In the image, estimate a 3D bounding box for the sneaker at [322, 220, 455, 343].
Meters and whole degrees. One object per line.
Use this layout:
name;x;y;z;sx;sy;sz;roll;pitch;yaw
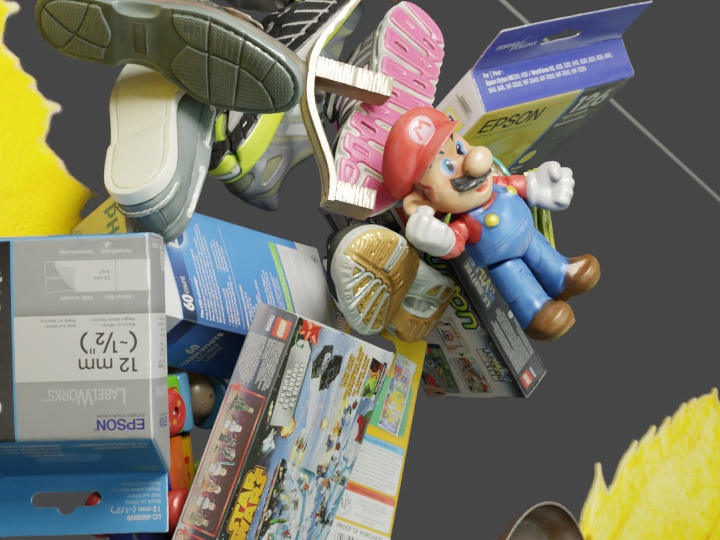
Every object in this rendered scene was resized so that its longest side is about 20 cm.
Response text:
sneaker;0.000;0.000;1.687;0.076;0.087;0.200;-53;159;-1

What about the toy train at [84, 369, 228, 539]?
toy train;-0.133;0.168;1.629;0.115;0.084;0.202;-14;99;-59

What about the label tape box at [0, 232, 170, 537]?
label tape box;-0.202;0.077;1.508;0.066;0.142;0.202;38;50;-85

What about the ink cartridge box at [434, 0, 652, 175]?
ink cartridge box;0.128;-0.130;1.830;0.197;0.200;0.047;-17;70;-44

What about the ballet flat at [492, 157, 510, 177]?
ballet flat;0.087;-0.015;1.838;0.065;0.070;0.201;-34;145;-20

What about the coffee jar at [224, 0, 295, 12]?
coffee jar;-0.066;-0.303;1.710;0.104;0.085;0.201;36;64;-35

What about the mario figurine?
mario figurine;0.099;-0.043;1.666;0.200;0.106;0.124;45;17;-17

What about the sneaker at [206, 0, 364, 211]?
sneaker;-0.054;-0.132;1.734;0.201;0.074;0.081;-57;132;-23

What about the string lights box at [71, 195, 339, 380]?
string lights box;-0.106;0.019;1.643;0.199;0.059;0.103;17;47;-44

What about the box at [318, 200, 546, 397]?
box;0.058;0.016;1.804;0.035;0.110;0.201;-49;122;-35

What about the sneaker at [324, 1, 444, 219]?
sneaker;0.009;-0.112;1.766;0.073;0.087;0.201;27;53;-19

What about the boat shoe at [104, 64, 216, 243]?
boat shoe;-0.136;-0.099;1.614;0.201;0.072;0.062;-83;151;-49

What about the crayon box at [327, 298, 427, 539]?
crayon box;-0.023;0.134;1.757;0.125;0.051;0.201;25;71;-42

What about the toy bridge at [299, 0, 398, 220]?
toy bridge;-0.010;-0.141;1.687;0.067;0.027;0.201;14;72;-16

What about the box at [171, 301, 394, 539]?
box;-0.057;0.134;1.603;0.137;0.040;0.201;25;85;-57

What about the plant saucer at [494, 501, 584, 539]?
plant saucer;0.139;0.293;1.907;0.200;0.032;0.202;-8;99;-57

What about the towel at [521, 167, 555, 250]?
towel;0.129;-0.030;1.839;0.018;0.200;0.087;-7;87;-6

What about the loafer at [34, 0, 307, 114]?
loafer;-0.125;-0.168;1.580;0.063;0.199;0.072;-60;165;-50
